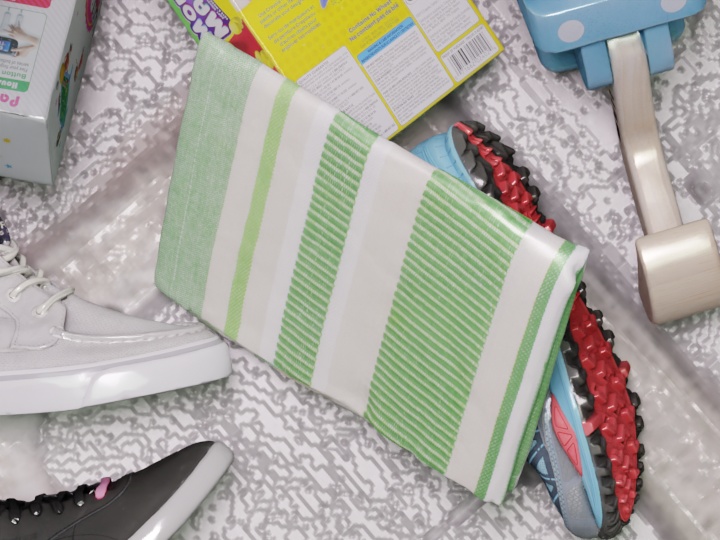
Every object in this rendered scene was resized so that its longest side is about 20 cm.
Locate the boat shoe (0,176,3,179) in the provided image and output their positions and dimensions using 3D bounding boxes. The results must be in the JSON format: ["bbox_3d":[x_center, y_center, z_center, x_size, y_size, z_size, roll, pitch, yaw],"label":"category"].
[{"bbox_3d":[-0.246,-0.056,1.387,0.199,0.075,0.074,-15,85,-1],"label":"boat shoe"}]

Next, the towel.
[{"bbox_3d":[0.000,0.000,1.335,0.199,0.153,0.023,31,42,19],"label":"towel"}]

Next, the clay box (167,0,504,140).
[{"bbox_3d":[-0.036,-0.148,1.363,0.115,0.048,0.201,-38,96,-34],"label":"clay box"}]

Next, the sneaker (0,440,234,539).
[{"bbox_3d":[-0.158,0.115,1.371,0.200,0.071,0.099,-36,90,2],"label":"sneaker"}]

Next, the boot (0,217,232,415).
[{"bbox_3d":[-0.161,0.016,1.378,0.199,0.074,0.096,-5,92,2],"label":"boot"}]

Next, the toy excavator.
[{"bbox_3d":[0.119,-0.103,1.376,0.099,0.201,0.195,-17,41,0],"label":"toy excavator"}]

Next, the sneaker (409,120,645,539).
[{"bbox_3d":[0.061,0.036,1.385,0.095,0.079,0.201,-25,90,25],"label":"sneaker"}]

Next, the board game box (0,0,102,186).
[{"bbox_3d":[-0.188,-0.151,1.367,0.147,0.064,0.201,11,63,3],"label":"board game box"}]
